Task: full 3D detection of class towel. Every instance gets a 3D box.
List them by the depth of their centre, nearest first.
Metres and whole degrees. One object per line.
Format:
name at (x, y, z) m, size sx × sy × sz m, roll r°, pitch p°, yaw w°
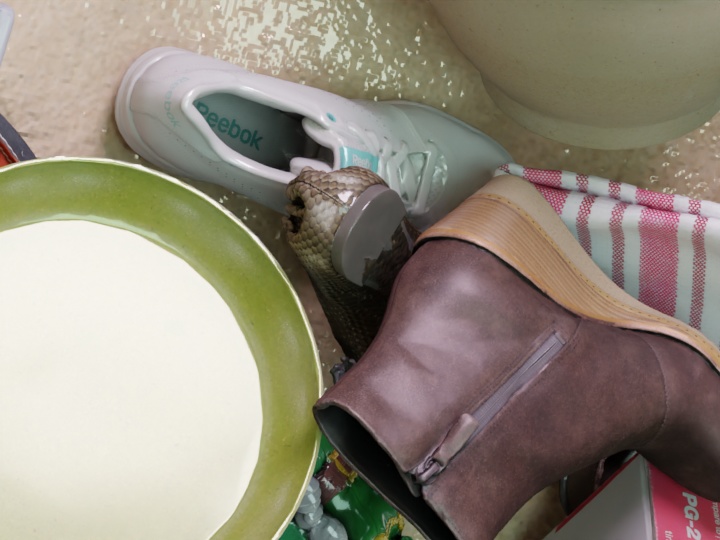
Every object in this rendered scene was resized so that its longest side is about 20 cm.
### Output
towel at (0.152, 0.028, 1.318) m, size 0.147 × 0.199 × 0.030 m, roll 86°, pitch 24°, yaw -43°

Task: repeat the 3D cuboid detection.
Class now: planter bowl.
planter bowl at (0.113, -0.141, 1.281) m, size 0.199 × 0.200 × 0.135 m, roll -17°, pitch 136°, yaw -15°

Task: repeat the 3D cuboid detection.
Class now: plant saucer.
plant saucer at (-0.114, 0.051, 1.195) m, size 0.199 × 0.031 × 0.201 m, roll 5°, pitch 71°, yaw -15°

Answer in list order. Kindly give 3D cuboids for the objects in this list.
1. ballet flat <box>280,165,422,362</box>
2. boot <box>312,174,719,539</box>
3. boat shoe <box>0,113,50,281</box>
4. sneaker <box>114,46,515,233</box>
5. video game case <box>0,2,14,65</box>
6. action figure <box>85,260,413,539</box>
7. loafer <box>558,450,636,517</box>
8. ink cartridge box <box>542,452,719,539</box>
ballet flat at (0.000, 0.000, 1.289) m, size 0.046 × 0.200 × 0.068 m, roll 29°, pitch 79°, yaw 19°
boot at (0.080, 0.073, 1.258) m, size 0.200 × 0.072 × 0.167 m, roll 45°, pitch 52°, yaw -13°
boat shoe at (-0.150, -0.002, 1.258) m, size 0.071 × 0.063 × 0.200 m, roll -37°, pitch 121°, yaw -15°
sneaker at (-0.008, -0.048, 1.297) m, size 0.199 × 0.088 × 0.076 m, roll 13°, pitch 89°, yaw -24°
video game case at (-0.263, -0.043, 1.244) m, size 0.182 × 0.022 × 0.201 m, roll 15°, pitch 98°, yaw -23°
action figure at (-0.030, 0.073, 1.286) m, size 0.055 × 0.118 × 0.200 m, roll -30°, pitch 103°, yaw 36°
loafer at (0.195, 0.097, 1.420) m, size 0.199 × 0.071 × 0.073 m, roll -4°, pitch 104°, yaw -19°
ink cartridge box at (0.182, 0.180, 1.394) m, size 0.199 × 0.085 × 0.145 m, roll 19°, pitch 136°, yaw -23°
